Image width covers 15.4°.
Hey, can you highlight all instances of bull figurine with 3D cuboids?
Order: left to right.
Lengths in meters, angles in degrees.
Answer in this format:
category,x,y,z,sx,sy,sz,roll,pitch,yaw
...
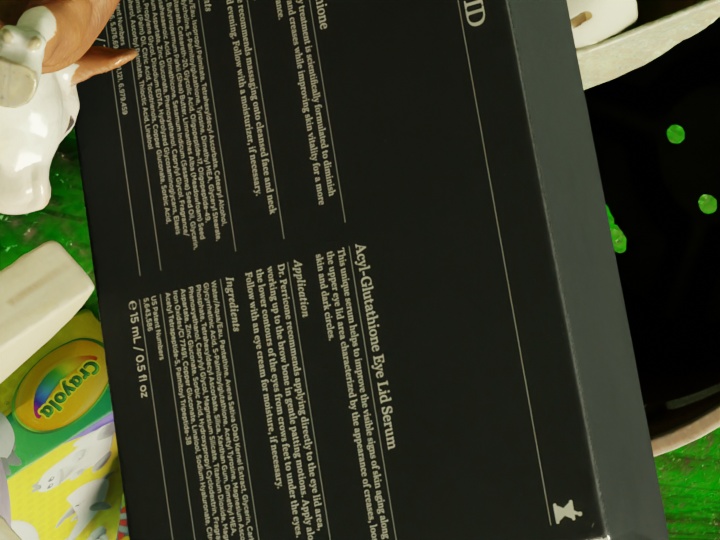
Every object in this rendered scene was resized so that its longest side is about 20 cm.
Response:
category,x,y,z,sx,sy,sz,roll,pitch,yaw
bull figurine,-0.081,-0.095,0.694,0.121,0.065,0.200,-73,-174,-65

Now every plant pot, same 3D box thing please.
category,x,y,z,sx,sy,sz,roll,pitch,yaw
plant pot,0.107,-0.042,0.978,0.200,0.200,0.198,-54,164,19

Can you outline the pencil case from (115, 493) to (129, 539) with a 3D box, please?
category,x,y,z,sx,sy,sz,roll,pitch,yaw
pencil case,-0.006,0.066,0.892,0.200,0.087,0.078,-30,-154,48

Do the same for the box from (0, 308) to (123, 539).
category,x,y,z,sx,sy,sz,roll,pitch,yaw
box,-0.162,0.107,0.932,0.200,0.048,0.117,-32,153,-25

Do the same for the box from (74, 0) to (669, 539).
category,x,y,z,sx,sy,sz,roll,pitch,yaw
box,0.000,0.000,0.780,0.141,0.201,0.079,-15,164,20

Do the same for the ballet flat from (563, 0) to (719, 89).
category,x,y,z,sx,sy,sz,roll,pitch,yaw
ballet flat,0.098,-0.108,0.831,0.200,0.068,0.062,-21,159,13

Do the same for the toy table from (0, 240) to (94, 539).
category,x,y,z,sx,sy,sz,roll,pitch,yaw
toy table,-0.158,0.063,0.734,0.117,0.184,0.200,-47,-175,42
